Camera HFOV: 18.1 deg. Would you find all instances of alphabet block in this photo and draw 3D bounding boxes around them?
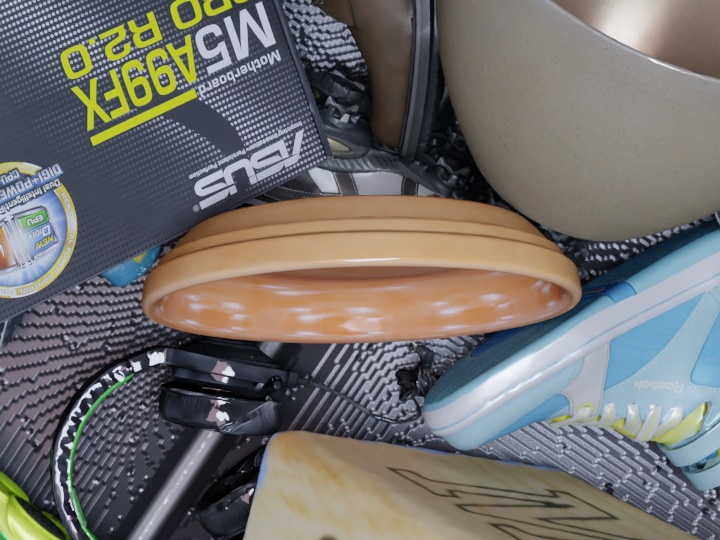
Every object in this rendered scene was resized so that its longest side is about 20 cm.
[{"bbox_3d":[0.062,0.200,1.043,0.196,0.200,0.196,9,97,-33],"label":"alphabet block"}]

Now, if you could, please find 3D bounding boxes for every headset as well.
[{"bbox_3d":[-0.055,0.087,1.124,0.200,0.094,0.124,-20,95,-13],"label":"headset"}]

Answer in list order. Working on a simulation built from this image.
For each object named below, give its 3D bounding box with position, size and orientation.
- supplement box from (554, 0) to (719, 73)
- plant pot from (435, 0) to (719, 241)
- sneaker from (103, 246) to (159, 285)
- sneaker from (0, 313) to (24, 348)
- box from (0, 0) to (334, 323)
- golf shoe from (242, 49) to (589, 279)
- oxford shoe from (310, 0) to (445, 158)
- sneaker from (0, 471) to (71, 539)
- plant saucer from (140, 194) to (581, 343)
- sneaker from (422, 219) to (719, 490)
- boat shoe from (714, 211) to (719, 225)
[{"bbox_3d":[0.163,-0.112,1.107,0.200,0.074,0.126,10,95,1],"label":"supplement box"},{"bbox_3d":[0.115,-0.093,0.996,0.200,0.200,0.135,23,129,0],"label":"plant pot"},{"bbox_3d":[-0.154,-0.053,1.064,0.200,0.079,0.131,-9,88,-40],"label":"sneaker"},{"bbox_3d":[-0.215,-0.053,1.139,0.079,0.077,0.200,-12,90,22],"label":"sneaker"},{"bbox_3d":[-0.126,-0.084,1.003,0.200,0.044,0.161,-27,110,-23],"label":"box"},{"bbox_3d":[0.016,-0.031,1.131,0.200,0.078,0.095,29,116,-1],"label":"golf shoe"},{"bbox_3d":[0.002,-0.142,1.031,0.084,0.073,0.200,0,123,10],"label":"oxford shoe"},{"bbox_3d":[-0.205,0.138,1.145,0.200,0.074,0.084,42,92,-2],"label":"sneaker"},{"bbox_3d":[0.000,0.000,1.026,0.200,0.200,0.038,-3,79,2],"label":"plant saucer"},{"bbox_3d":[0.136,0.069,1.101,0.200,0.080,0.131,-27,97,-17],"label":"sneaker"},{"bbox_3d":[0.227,-0.100,1.041,0.067,0.057,0.200,32,94,-3],"label":"boat shoe"}]
